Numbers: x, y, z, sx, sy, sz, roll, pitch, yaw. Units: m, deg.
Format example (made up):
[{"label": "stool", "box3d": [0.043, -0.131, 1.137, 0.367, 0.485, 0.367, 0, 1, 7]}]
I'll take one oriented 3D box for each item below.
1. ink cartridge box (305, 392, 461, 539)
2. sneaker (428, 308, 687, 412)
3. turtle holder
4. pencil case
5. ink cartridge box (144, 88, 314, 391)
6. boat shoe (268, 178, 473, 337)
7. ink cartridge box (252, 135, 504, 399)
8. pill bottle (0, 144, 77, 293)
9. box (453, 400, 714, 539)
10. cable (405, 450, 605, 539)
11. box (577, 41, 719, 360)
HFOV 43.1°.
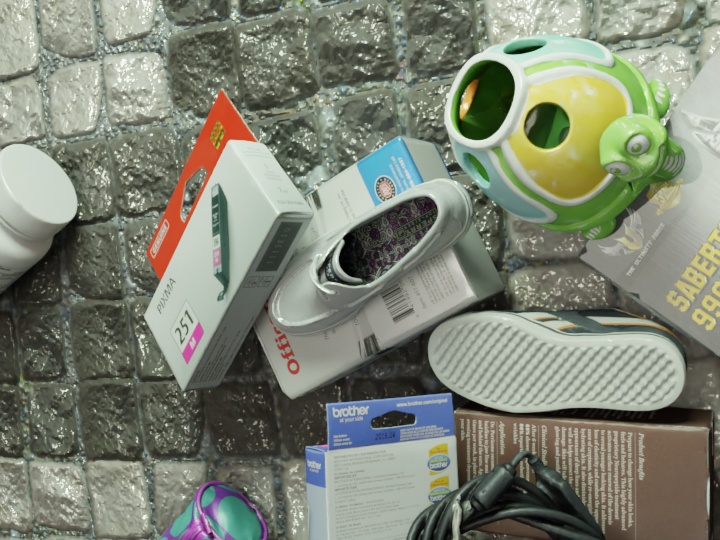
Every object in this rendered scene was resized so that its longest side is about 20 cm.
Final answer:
[{"label": "ink cartridge box", "box3d": [0.019, 0.196, 0.680, 0.042, 0.118, 0.204, -3, 88, 59]}, {"label": "sneaker", "box3d": [0.156, 0.070, 0.724, 0.197, 0.079, 0.080, 6, 102, 23]}, {"label": "turtle holder", "box3d": [0.141, -0.092, 0.658, 0.141, 0.130, 0.187, -52, 41, 30]}, {"label": "pencil case", "box3d": [-0.180, 0.297, 0.893, 0.200, 0.092, 0.085, -47, 61, 19]}, {"label": "ink cartridge box", "box3d": [-0.135, -0.029, 0.787, 0.174, 0.043, 0.201, 53, 125, 32]}, {"label": "boat shoe", "box3d": [-0.004, -0.005, 0.703, 0.198, 0.068, 0.073, -25, 83, 27]}, {"label": "ink cartridge box", "box3d": [0.000, 0.000, 0.788, 0.198, 0.084, 0.148, -29, 82, 25]}, {"label": "pill bottle", "box3d": [-0.395, -0.036, 0.952, 0.199, 0.113, 0.114, -34, 80, 23]}, {"label": "box", "box3d": [0.177, 0.159, 0.727, 0.197, 0.075, 0.102, 1, 95, 26]}, {"label": "cable", "box3d": [0.121, 0.246, 0.657, 0.162, 0.051, 0.201, -35, 91, -16]}, {"label": "box", "box3d": [0.282, -0.048, 0.673, 0.158, 0.048, 0.202, 37, 108, 17]}]
